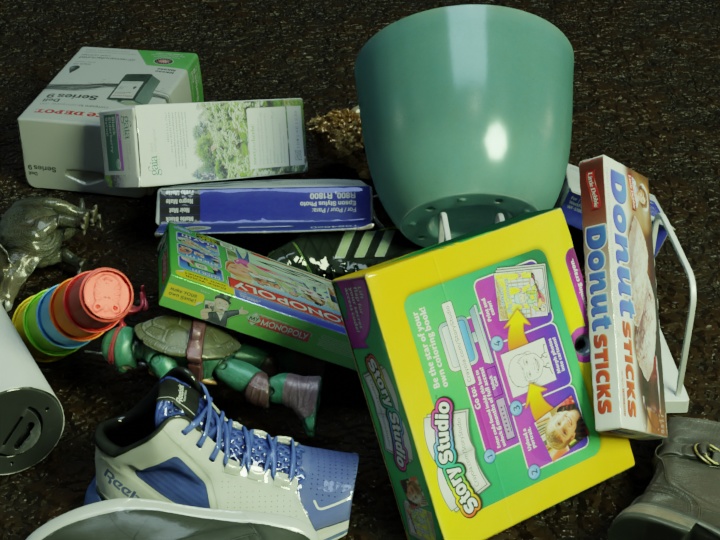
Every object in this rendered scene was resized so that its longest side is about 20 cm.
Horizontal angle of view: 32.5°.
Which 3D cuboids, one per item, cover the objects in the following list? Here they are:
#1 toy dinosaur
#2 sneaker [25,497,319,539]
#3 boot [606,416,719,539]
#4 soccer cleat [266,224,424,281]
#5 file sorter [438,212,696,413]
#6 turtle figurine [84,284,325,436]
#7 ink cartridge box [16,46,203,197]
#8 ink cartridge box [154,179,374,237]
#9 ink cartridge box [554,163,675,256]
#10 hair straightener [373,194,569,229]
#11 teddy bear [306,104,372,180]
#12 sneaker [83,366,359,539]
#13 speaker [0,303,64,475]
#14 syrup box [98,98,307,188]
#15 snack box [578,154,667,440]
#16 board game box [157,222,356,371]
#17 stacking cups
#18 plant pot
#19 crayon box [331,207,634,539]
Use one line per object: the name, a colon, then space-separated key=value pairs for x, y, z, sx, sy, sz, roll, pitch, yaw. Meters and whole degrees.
toy dinosaur: x=-0.303 y=-0.042 z=1.172 sx=0.102 sy=0.077 sz=0.200 roll=7 pitch=35 yaw=-2
sneaker: x=-0.124 y=0.203 z=0.788 sx=0.200 sy=0.071 sz=0.099 roll=2 pitch=27 yaw=-5
boot: x=0.277 y=0.170 z=0.855 sx=0.200 sy=0.069 sz=0.174 roll=24 pitch=31 yaw=22
soccer cleat: x=0.000 y=0.000 z=1.120 sx=0.200 sy=0.068 sz=0.081 roll=-12 pitch=36 yaw=-24
file sorter: x=0.163 y=0.029 z=1.019 sx=0.200 sy=0.125 sz=0.139 roll=0 pitch=33 yaw=-2
turtle figurine: x=-0.129 y=0.082 z=0.965 sx=0.200 sy=0.101 sz=0.150 roll=7 pitch=32 yaw=1
ink cartridge box: x=-0.270 y=-0.168 z=1.363 sx=0.146 sy=0.084 sz=0.200 roll=5 pitch=33 yaw=8
ink cartridge box: x=-0.089 y=-0.063 z=1.166 sx=0.199 sy=0.041 sz=0.200 roll=-2 pitch=7 yaw=-4
ink cartridge box: x=0.233 y=-0.056 z=1.157 sx=0.099 sy=0.039 sz=0.200 roll=22 pitch=13 yaw=4
hair straightener: x=0.100 y=-0.048 z=1.208 sx=0.200 sy=0.041 sz=0.077 roll=11 pitch=24 yaw=17
teddy bear: x=0.030 y=-0.126 z=1.281 sx=0.145 sy=0.067 sz=0.200 roll=9 pitch=15 yaw=-24
sneaker: x=-0.101 y=0.131 z=0.863 sx=0.199 sy=0.115 sz=0.081 roll=1 pitch=33 yaw=1
speaker: x=-0.304 y=0.075 z=0.984 sx=0.081 sy=0.081 sz=0.200 roll=-17 pitch=37 yaw=-25
syrup box: x=-0.157 y=-0.130 z=1.252 sx=0.200 sy=0.079 sz=0.081 roll=-9 pitch=8 yaw=-36
snack box: x=0.192 y=0.021 z=0.904 sx=0.024 sy=0.200 sz=0.072 roll=-13 pitch=-19 yaw=39
board game box: x=-0.067 y=0.025 z=1.012 sx=0.200 sy=0.029 sz=0.135 roll=20 pitch=14 yaw=-16
stacking cups: x=-0.225 y=0.028 z=0.969 sx=0.060 sy=0.061 sz=0.200 roll=-21 pitch=-2 yaw=-30
plant pot: x=0.095 y=-0.112 z=1.096 sx=0.200 sy=0.201 sz=0.161 roll=0 pitch=66 yaw=-1
crayon box: x=0.090 y=0.075 z=0.879 sx=0.172 sy=0.200 sz=0.058 roll=-19 pitch=4 yaw=-27
